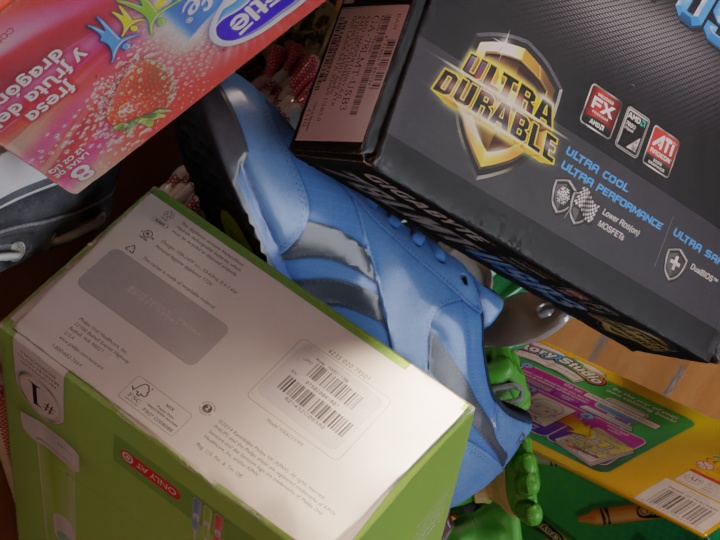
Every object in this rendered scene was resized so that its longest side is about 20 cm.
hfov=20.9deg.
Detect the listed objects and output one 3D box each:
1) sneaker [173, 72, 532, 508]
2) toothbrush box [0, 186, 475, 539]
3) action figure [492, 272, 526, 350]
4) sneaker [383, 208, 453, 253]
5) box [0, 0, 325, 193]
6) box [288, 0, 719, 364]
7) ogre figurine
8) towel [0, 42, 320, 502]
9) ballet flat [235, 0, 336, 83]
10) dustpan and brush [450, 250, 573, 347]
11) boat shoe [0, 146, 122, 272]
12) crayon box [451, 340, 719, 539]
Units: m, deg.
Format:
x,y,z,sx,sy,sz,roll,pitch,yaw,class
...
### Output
x,y,z,sx,sy,sz,roll,pitch,yaw,class
0.000,0.000,0.732,0.078,0.066,0.201,-34,111,-11,sneaker
-0.051,0.091,0.724,0.086,0.145,0.201,-44,158,-33,toothbrush box
0.047,0.010,0.953,0.200,0.118,0.055,-42,174,-7,action figure
0.011,-0.051,0.788,0.199,0.071,0.100,-32,129,-18,sneaker
-0.058,-0.133,0.615,0.199,0.103,0.095,-37,150,8,box
0.088,-0.093,0.711,0.199,0.050,0.200,28,79,-38,box
0.020,0.121,0.916,0.200,0.119,0.099,89,-6,-62,ogre figurine
-0.079,0.014,0.799,0.200,0.030,0.147,-48,159,-26,towel
-0.018,-0.166,0.777,0.067,0.046,0.202,-15,122,-50,ballet flat
0.022,0.023,0.831,0.140,0.057,0.200,-45,-173,-29,dustpan and brush
-0.152,-0.016,0.663,0.200,0.071,0.068,-30,135,-55,boat shoe
0.117,0.101,1.002,0.118,0.199,0.059,-17,124,-49,crayon box
